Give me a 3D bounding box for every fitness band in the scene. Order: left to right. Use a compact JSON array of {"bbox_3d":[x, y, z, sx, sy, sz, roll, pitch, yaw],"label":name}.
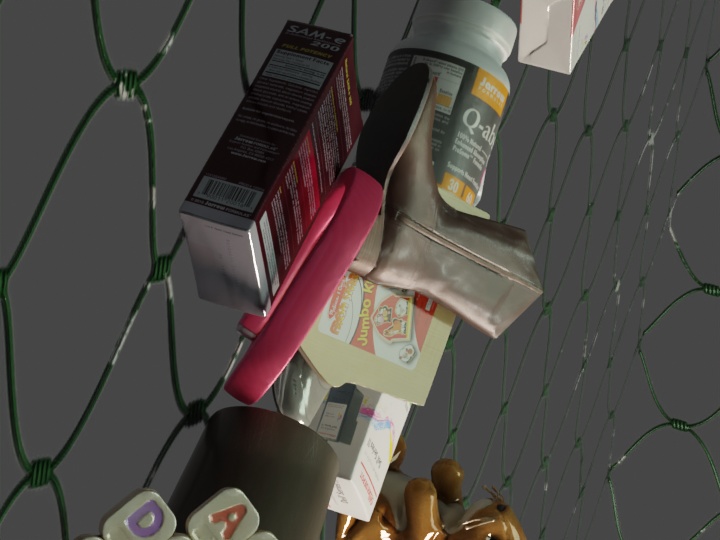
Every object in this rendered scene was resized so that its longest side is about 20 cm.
[{"bbox_3d":[-0.047,0.011,1.548,0.201,0.037,0.144,-59,-172,-5],"label":"fitness band"}]

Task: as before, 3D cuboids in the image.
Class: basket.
[{"bbox_3d":[-0.099,0.219,1.541,0.181,0.135,0.201,88,20,-55],"label":"basket"}]

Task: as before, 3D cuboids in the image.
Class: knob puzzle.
[{"bbox_3d":[0.000,0.000,1.680,0.218,0.030,0.222,-5,99,-33],"label":"knob puzzle"}]

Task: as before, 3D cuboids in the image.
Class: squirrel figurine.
[{"bbox_3d":[0.077,0.291,2.055,0.141,0.185,0.202,-36,138,-64],"label":"squirrel figurine"}]

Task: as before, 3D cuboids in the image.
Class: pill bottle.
[{"bbox_3d":[0.067,-0.138,1.789,0.116,0.115,0.202,53,54,-69],"label":"pill bottle"}]

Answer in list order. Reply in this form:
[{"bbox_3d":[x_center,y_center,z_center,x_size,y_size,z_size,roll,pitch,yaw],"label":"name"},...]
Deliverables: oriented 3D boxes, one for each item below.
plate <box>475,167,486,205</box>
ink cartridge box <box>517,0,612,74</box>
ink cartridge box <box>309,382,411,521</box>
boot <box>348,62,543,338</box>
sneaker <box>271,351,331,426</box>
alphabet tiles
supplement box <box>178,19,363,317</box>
[{"bbox_3d":[0.091,-0.133,2.011,0.200,0.032,0.202,-43,144,-59],"label":"plate"},{"bbox_3d":[0.242,-0.329,2.270,0.201,0.067,0.117,-59,157,-43],"label":"ink cartridge box"},{"bbox_3d":[-0.009,0.154,1.868,0.117,0.067,0.201,69,39,-63],"label":"ink cartridge box"},{"bbox_3d":[0.084,-0.054,1.675,0.199,0.064,0.188,21,90,-34],"label":"boot"},{"bbox_3d":[-0.010,0.048,1.736,0.076,0.091,0.201,61,47,-67],"label":"sneaker"},{"bbox_3d":[-0.129,0.254,1.396,0.195,0.015,0.201,-38,107,-12],"label":"alphabet tiles"},{"bbox_3d":[-0.063,-0.079,1.515,0.109,0.060,0.201,83,28,-52],"label":"supplement box"}]
